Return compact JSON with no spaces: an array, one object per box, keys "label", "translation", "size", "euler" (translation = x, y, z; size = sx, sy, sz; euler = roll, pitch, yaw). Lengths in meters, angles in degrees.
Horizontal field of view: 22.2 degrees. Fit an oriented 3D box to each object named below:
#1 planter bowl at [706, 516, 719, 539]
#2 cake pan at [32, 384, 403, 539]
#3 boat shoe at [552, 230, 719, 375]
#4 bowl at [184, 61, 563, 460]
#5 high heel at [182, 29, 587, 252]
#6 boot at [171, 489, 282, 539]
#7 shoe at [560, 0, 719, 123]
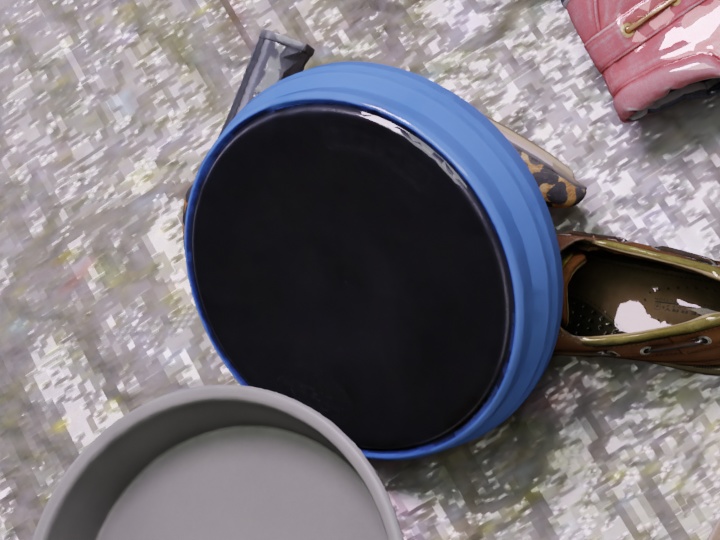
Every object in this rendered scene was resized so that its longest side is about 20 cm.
[{"label":"planter bowl","translation":[0.251,0.126,0.776],"size":[0.135,0.200,0.200],"euler":[40,87,-4]},{"label":"cake pan","translation":[-0.065,0.155,0.855],"size":[0.200,0.037,0.201],"euler":[-6,74,21]},{"label":"boat shoe","translation":[0.101,0.009,0.907],"size":[0.200,0.068,0.072],"euler":[1,75,17]},{"label":"bowl","translation":[0.000,0.000,0.892],"size":[0.200,0.039,0.201],"euler":[12,115,27]},{"label":"high heel","translation":[0.007,-0.027,0.957],"size":[0.200,0.071,0.143],"euler":[23,93,18]},{"label":"boot","translation":[-0.003,0.165,0.888],"size":[0.200,0.073,0.156],"euler":[-29,67,12]},{"label":"shoe","translation":[0.205,-0.150,0.932],"size":[0.200,0.071,0.091],"euler":[-23,84,2]}]
